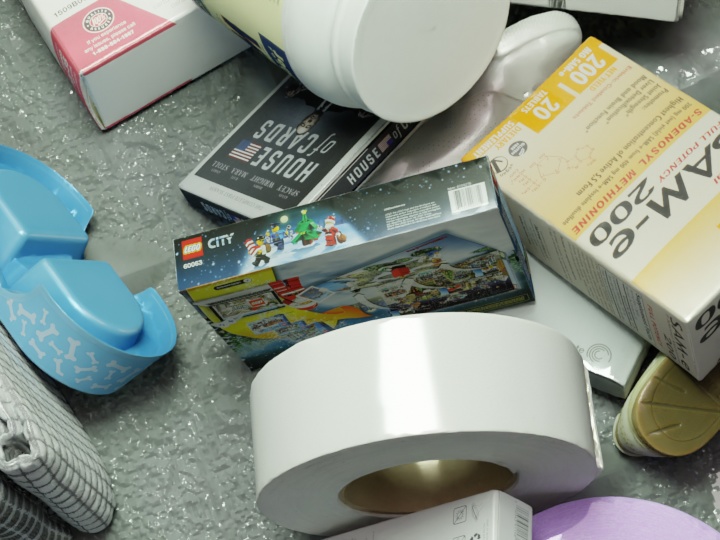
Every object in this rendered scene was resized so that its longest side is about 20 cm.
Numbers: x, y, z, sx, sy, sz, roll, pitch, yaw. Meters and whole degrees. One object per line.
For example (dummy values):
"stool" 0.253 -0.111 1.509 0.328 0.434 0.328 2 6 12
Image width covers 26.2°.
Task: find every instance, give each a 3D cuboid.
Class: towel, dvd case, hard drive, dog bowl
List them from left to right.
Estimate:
"towel" -0.246 0.079 0.957 0.085 0.166 0.200 -36 67 -5
"dog bowl" -0.205 0.000 1.023 0.050 0.111 0.200 -48 67 20
"dvd case" -0.018 -0.105 1.052 0.200 0.025 0.150 -46 34 -15
"hard drive" 0.157 -0.027 1.035 0.131 0.027 0.201 21 69 22

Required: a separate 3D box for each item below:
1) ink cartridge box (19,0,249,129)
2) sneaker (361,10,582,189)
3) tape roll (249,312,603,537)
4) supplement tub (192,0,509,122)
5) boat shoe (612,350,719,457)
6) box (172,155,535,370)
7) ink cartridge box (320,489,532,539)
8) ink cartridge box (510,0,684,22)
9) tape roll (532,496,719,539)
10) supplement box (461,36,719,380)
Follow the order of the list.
"ink cartridge box" -0.182 -0.226 1.134 0.146 0.083 0.201 -31 67 -9
"sneaker" 0.083 -0.091 1.058 0.200 0.075 0.089 -37 69 0
"tape roll" 0.036 0.095 0.902 0.201 0.203 0.071 -7 64 2
"supplement tub" -0.015 -0.192 0.980 0.145 0.145 0.200 -40 49 -12
"boat shoe" 0.240 0.045 0.987 0.073 0.063 0.201 46 73 0
"box" 0.000 0.000 0.966 0.198 0.137 0.038 -14 63 10
"ink cartridge box" 0.013 0.200 0.906 0.199 0.039 0.100 -22 51 38
"ink cartridge box" 0.134 -0.250 1.085 0.198 0.085 0.146 7 36 9
"tape roll" 0.148 0.238 0.901 0.198 0.066 0.202 -2 65 5
"supplement box" 0.177 -0.044 0.966 0.126 0.074 0.200 -43 53 -10
